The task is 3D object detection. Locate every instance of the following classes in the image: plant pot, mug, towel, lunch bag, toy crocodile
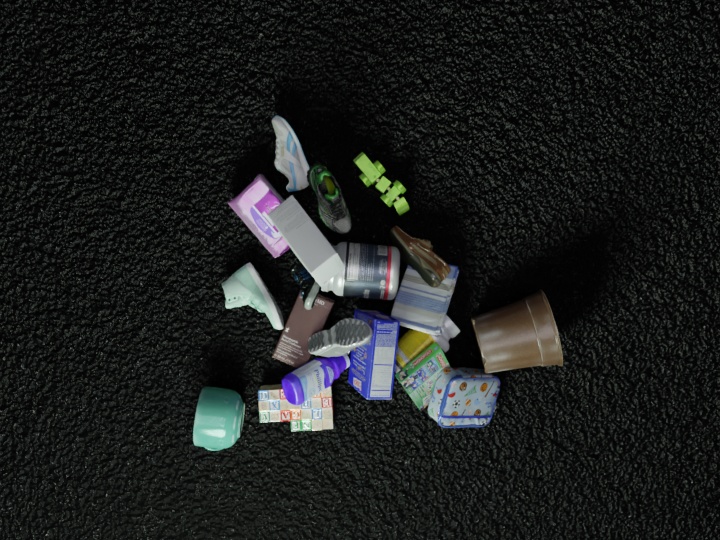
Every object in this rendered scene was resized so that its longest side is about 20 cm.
[{"bbox_3d":[0.403,0.174,1.614,0.195,0.200,0.204,-16,94,7],"label":"plant pot"},{"bbox_3d":[-0.369,0.394,1.636,0.112,0.185,0.155,7,69,-4],"label":"mug"},{"bbox_3d":[0.170,0.065,1.625,0.145,0.024,0.203,13,68,19],"label":"towel"},{"bbox_3d":[0.279,0.342,1.633,0.197,0.075,0.163,9,100,-31],"label":"lunch bag"},{"bbox_3d":[0.058,-0.232,1.646,0.068,0.062,0.200,-45,88,2],"label":"toy crocodile"}]

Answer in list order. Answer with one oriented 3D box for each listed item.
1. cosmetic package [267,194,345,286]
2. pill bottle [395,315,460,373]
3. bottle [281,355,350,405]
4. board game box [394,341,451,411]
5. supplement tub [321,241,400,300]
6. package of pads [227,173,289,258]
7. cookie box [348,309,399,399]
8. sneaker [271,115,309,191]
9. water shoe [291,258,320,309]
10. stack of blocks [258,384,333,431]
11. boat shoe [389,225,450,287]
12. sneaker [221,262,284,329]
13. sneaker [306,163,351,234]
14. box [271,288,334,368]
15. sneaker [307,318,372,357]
[{"bbox_3d":[-0.133,-0.072,1.517,0.084,0.108,0.201,-38,71,-4],"label":"cosmetic package"},{"bbox_3d":[0.167,0.199,1.642,0.200,0.111,0.111,-44,93,2],"label":"pill bottle"},{"bbox_3d":[-0.112,0.275,1.616,0.198,0.065,0.085,-24,111,-39],"label":"bottle"},{"bbox_3d":[0.176,0.281,1.613,0.134,0.201,0.029,-39,51,-6],"label":"board game box"},{"bbox_3d":[0.000,0.000,1.613,0.196,0.140,0.143,5,93,-1],"label":"supplement tub"},{"bbox_3d":[-0.243,-0.145,1.632,0.120,0.076,0.201,-41,94,1],"label":"package of pads"},{"bbox_3d":[0.032,0.215,1.605,0.074,0.171,0.204,5,94,-18],"label":"cookie box"},{"bbox_3d":[-0.194,-0.308,1.622,0.080,0.076,0.203,-23,94,-7],"label":"sneaker"},{"bbox_3d":[-0.145,0.025,1.593,0.078,0.201,0.072,17,123,-9],"label":"water shoe"},{"bbox_3d":[-0.173,0.370,1.671,0.196,0.059,0.117,-2,94,-1],"label":"stack of blocks"},{"bbox_3d":[0.159,-0.044,1.634,0.073,0.076,0.200,-36,70,-14],"label":"boat shoe"},{"bbox_3d":[-0.290,0.093,1.637,0.117,0.074,0.202,-33,77,-4],"label":"sneaker"},{"bbox_3d":[-0.078,-0.178,1.611,0.077,0.085,0.202,-32,118,-8],"label":"sneaker"},{"bbox_3d":[-0.152,0.156,1.653,0.099,0.075,0.203,23,91,-2],"label":"box"},{"bbox_3d":[-0.041,0.175,1.570,0.198,0.082,0.076,-17,58,38],"label":"sneaker"}]
